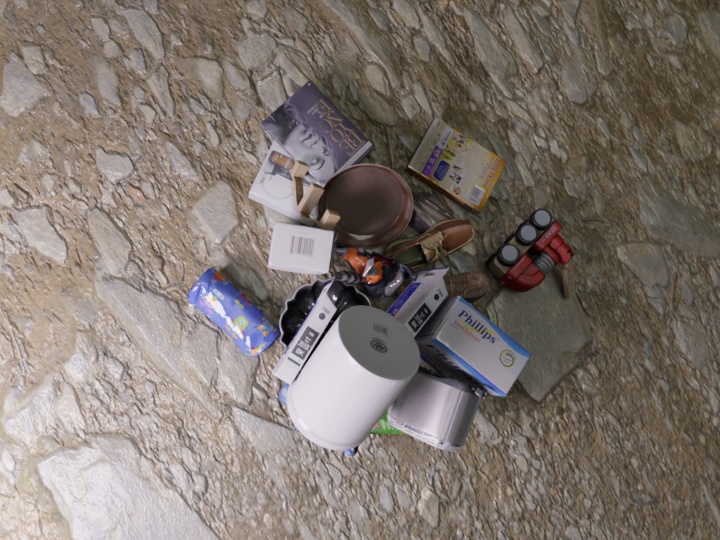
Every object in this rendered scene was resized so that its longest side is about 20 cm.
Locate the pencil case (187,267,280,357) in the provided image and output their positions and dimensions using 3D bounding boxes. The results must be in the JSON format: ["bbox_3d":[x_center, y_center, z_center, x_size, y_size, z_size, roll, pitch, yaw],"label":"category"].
[{"bbox_3d":[-0.253,0.087,1.075,0.200,0.078,0.087,43,83,-3],"label":"pencil case"}]

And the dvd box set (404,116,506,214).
[{"bbox_3d":[0.220,-0.240,1.248,0.199,0.029,0.147,30,77,-6],"label":"dvd box set"}]

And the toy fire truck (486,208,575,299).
[{"bbox_3d":[0.406,-0.006,1.221,0.200,0.129,0.176,44,76,7],"label":"toy fire truck"}]

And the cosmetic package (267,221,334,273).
[{"bbox_3d":[-0.121,-0.038,1.058,0.112,0.200,0.082,8,85,-8],"label":"cosmetic package"}]

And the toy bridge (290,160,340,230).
[{"bbox_3d":[-0.099,-0.138,1.062,0.027,0.200,0.067,12,122,-38],"label":"toy bridge"}]

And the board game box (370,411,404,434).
[{"bbox_3d":[0.072,0.292,1.141,0.199,0.030,0.096,4,80,-14],"label":"board game box"}]

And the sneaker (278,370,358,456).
[{"bbox_3d":[-0.084,0.296,1.086,0.200,0.079,0.089,43,100,11],"label":"sneaker"}]

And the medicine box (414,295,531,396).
[{"bbox_3d":[0.206,0.156,1.100,0.182,0.200,0.103,38,75,-4],"label":"medicine box"}]

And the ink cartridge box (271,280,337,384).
[{"bbox_3d":[-0.096,0.115,1.016,0.039,0.099,0.201,32,78,-6],"label":"ink cartridge box"}]

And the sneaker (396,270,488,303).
[{"bbox_3d":[0.182,0.038,1.188,0.199,0.108,0.071,-2,84,18],"label":"sneaker"}]

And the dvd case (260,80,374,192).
[{"bbox_3d":[-0.088,-0.282,1.146,0.200,0.016,0.149,45,74,-4],"label":"dvd case"}]

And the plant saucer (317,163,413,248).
[{"bbox_3d":[0.010,-0.136,1.135,0.199,0.201,0.032,7,36,-11],"label":"plant saucer"}]

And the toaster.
[{"bbox_3d":[0.146,0.265,1.060,0.113,0.199,0.130,27,80,-49],"label":"toaster"}]

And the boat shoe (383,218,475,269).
[{"bbox_3d":[0.146,-0.044,1.145,0.199,0.074,0.076,-22,112,12],"label":"boat shoe"}]

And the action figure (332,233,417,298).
[{"bbox_3d":[0.000,0.000,1.094,0.199,0.193,0.105,19,78,35],"label":"action figure"}]

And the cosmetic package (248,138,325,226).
[{"bbox_3d":[-0.129,-0.215,1.161,0.150,0.052,0.201,24,77,-10],"label":"cosmetic package"}]

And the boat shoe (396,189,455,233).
[{"bbox_3d":[0.135,-0.135,1.201,0.200,0.074,0.073,40,66,-13],"label":"boat shoe"}]

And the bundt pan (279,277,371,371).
[{"bbox_3d":[-0.068,0.119,1.111,0.201,0.076,0.203,2,81,-11],"label":"bundt pan"}]

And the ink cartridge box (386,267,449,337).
[{"bbox_3d":[0.101,0.076,1.071,0.039,0.099,0.200,50,65,-17],"label":"ink cartridge box"}]

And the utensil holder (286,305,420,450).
[{"bbox_3d":[-0.013,0.185,0.941,0.169,0.200,0.170,22,36,-17],"label":"utensil holder"}]
